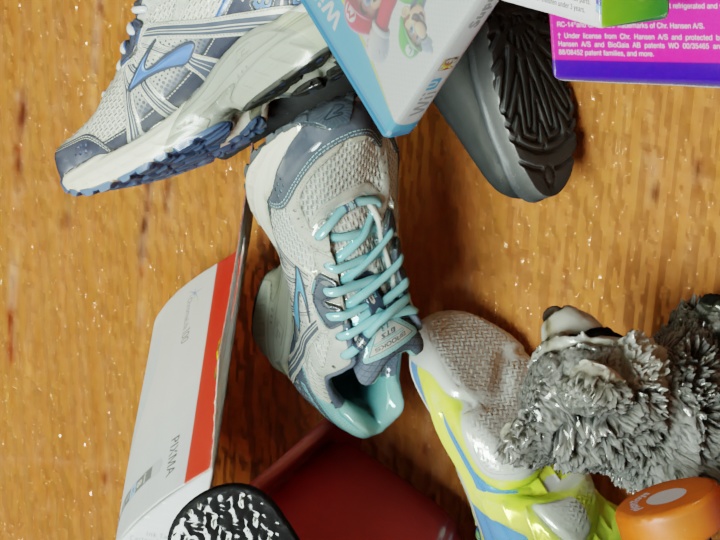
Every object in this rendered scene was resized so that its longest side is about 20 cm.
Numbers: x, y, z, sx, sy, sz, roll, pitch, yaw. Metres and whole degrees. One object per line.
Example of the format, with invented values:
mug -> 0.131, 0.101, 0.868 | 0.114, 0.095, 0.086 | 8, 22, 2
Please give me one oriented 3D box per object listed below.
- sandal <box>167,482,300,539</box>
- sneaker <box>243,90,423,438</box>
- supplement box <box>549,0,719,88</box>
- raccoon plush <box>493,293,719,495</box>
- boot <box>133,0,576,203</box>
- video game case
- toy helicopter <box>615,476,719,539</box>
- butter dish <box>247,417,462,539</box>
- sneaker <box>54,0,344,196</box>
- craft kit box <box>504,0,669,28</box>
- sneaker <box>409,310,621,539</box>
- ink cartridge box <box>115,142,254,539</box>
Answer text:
sandal -> -0.018, 0.184, 1.252 | 0.075, 0.045, 0.201 | -29, 87, 2
sneaker -> 0.000, 0.000, 1.297 | 0.086, 0.077, 0.201 | 53, 159, 32
supplement box -> 0.141, -0.185, 1.194 | 0.103, 0.101, 0.201 | 6, 106, 36
raccoon plush -> 0.156, 0.087, 1.238 | 0.200, 0.134, 0.097 | 39, 122, 20
boot -> -0.005, -0.090, 1.346 | 0.199, 0.066, 0.166 | -18, 86, 35
video game case -> 0.022, -0.172, 1.171 | 0.144, 0.018, 0.200 | 59, 141, 22
toy helicopter -> 0.071, 0.160, 1.171 | 0.132, 0.200, 0.079 | -8, 105, 36
butter dish -> -0.006, 0.188, 1.357 | 0.147, 0.199, 0.201 | 24, 114, 15
sneaker -> -0.077, -0.102, 1.327 | 0.200, 0.077, 0.086 | -30, 81, 35
craft kit box -> 0.051, -0.216, 1.168 | 0.200, 0.048, 0.199 | 21, 115, 49
sneaker -> 0.071, 0.120, 1.348 | 0.200, 0.076, 0.105 | 55, 134, 17
ink cartridge box -> -0.088, 0.060, 1.364 | 0.047, 0.161, 0.201 | 8, 131, -1
